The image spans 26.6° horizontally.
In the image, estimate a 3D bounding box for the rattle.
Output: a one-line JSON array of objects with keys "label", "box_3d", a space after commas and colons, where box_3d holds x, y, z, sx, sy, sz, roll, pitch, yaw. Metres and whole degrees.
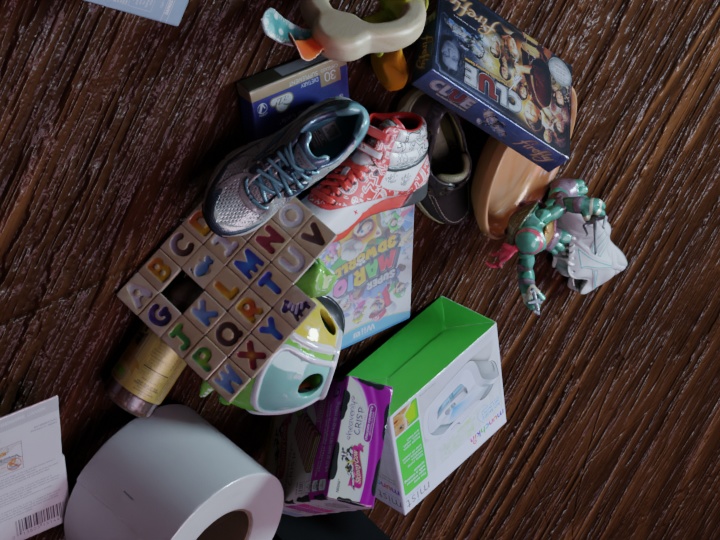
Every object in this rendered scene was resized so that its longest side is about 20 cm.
[{"label": "rattle", "box_3d": [-0.026, -0.214, 1.510, 0.200, 0.130, 0.143, -49, 176, -43]}]

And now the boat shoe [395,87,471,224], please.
[{"label": "boat shoe", "box_3d": [0.093, -0.119, 1.725, 0.072, 0.066, 0.201, -38, 137, -18]}]

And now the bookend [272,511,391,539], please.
[{"label": "bookend", "box_3d": [-0.037, 0.376, 1.854, 0.198, 0.200, 0.092, 8, 112, -44]}]

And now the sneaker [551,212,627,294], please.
[{"label": "sneaker", "box_3d": [0.279, -0.034, 1.946, 0.080, 0.070, 0.200, -43, 138, -5]}]

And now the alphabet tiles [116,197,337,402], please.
[{"label": "alphabet tiles", "box_3d": [-0.126, 0.006, 1.555, 0.200, 0.167, 0.008, -48, 167, -1]}]

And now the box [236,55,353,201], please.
[{"label": "box", "box_3d": [-0.064, -0.127, 1.610, 0.121, 0.032, 0.200, -26, 133, -26]}]

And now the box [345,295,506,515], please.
[{"label": "box", "box_3d": [0.076, 0.164, 1.865, 0.200, 0.097, 0.177, -38, 136, -31]}]

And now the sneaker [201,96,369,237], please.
[{"label": "sneaker", "box_3d": [-0.074, -0.109, 1.513, 0.200, 0.086, 0.078, -41, 101, -11]}]

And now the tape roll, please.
[{"label": "tape roll", "box_3d": [-0.201, 0.265, 1.650, 0.203, 0.139, 0.203, -37, 146, -30]}]

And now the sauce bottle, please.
[{"label": "sauce bottle", "box_3d": [-0.193, 0.058, 1.601, 0.065, 0.065, 0.200, 30, 95, -48]}]

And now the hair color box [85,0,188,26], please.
[{"label": "hair color box", "box_3d": [-0.247, -0.273, 1.297, 0.200, 0.099, 0.061, 8, 112, -44]}]

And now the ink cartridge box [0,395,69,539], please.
[{"label": "ink cartridge box", "box_3d": [-0.397, 0.218, 1.545, 0.200, 0.045, 0.177, -21, 131, -30]}]

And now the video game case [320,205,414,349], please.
[{"label": "video game case", "box_3d": [0.000, 0.000, 1.755, 0.143, 0.018, 0.200, -24, 135, -28]}]

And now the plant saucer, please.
[{"label": "plant saucer", "box_3d": [0.187, -0.133, 1.782, 0.200, 0.037, 0.200, -47, 154, -31]}]

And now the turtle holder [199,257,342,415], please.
[{"label": "turtle holder", "box_3d": [-0.086, 0.066, 1.625, 0.131, 0.141, 0.186, 16, 96, -4]}]

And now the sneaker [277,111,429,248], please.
[{"label": "sneaker", "box_3d": [-0.009, -0.103, 1.603, 0.201, 0.067, 0.108, -24, 132, -33]}]

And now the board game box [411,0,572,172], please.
[{"label": "board game box", "box_3d": [0.144, -0.209, 1.626, 0.200, 0.136, 0.035, 29, 141, -29]}]

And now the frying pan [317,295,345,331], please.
[{"label": "frying pan", "box_3d": [-0.073, 0.106, 1.753, 0.115, 0.031, 0.190, -7, 125, -19]}]

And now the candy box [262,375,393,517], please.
[{"label": "candy box", "box_3d": [-0.044, 0.199, 1.697, 0.061, 0.200, 0.137, 17, 71, -22]}]

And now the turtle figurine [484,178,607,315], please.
[{"label": "turtle figurine", "box_3d": [0.220, -0.042, 1.783, 0.150, 0.101, 0.200, -51, 180, 23]}]
